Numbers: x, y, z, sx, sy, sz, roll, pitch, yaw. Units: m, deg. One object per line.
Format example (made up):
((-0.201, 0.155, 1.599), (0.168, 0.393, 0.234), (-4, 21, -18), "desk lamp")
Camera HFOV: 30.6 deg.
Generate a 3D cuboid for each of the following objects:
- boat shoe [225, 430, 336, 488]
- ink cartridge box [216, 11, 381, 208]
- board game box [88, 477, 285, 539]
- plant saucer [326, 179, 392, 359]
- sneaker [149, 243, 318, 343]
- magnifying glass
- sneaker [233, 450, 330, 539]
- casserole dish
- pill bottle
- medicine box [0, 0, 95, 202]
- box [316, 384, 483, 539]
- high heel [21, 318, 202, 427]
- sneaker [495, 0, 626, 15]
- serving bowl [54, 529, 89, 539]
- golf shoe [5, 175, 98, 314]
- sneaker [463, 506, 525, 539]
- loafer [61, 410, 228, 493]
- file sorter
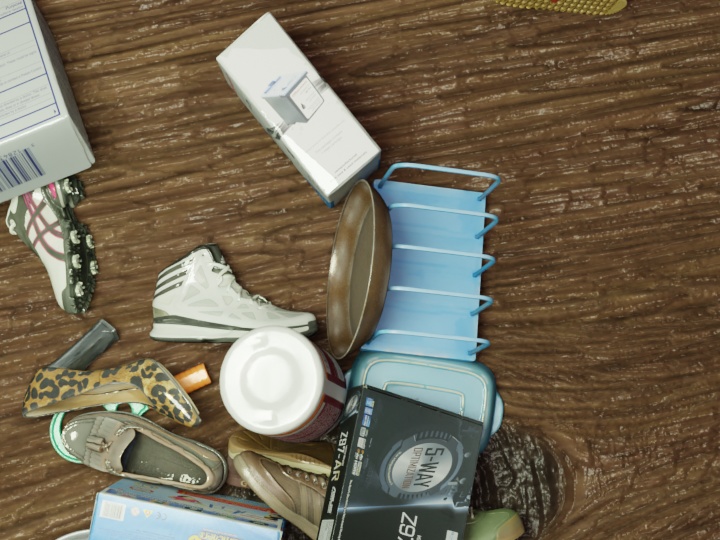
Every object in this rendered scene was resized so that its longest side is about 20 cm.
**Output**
((-0.061, 0.243, 1.522), (0.197, 0.072, 0.073), (12, 106, -5), "boat shoe")
((-0.068, -0.179, 1.507), (0.086, 0.146, 0.200), (-41, 87, -2), "ink cartridge box")
((-0.183, 0.281, 1.446), (0.197, 0.196, 0.057), (12, 86, 0), "board game box")
((0.000, 0.000, 1.474), (0.032, 0.200, 0.203), (7, 86, -14), "plant saucer")
((-0.146, 0.026, 1.520), (0.197, 0.076, 0.117), (1, 86, 6), "sneaker")
((-0.269, 0.161, 1.540), (0.198, 0.022, 0.080), (-24, 87, -4), "magnifying glass")
((-0.052, 0.252, 1.466), (0.200, 0.070, 0.076), (42, 86, -13), "sneaker")
((0.072, 0.155, 1.541), (0.197, 0.039, 0.123), (9, 85, 0), "casserole dish")
((-0.078, 0.131, 1.450), (0.112, 0.200, 0.116), (-2, 78, 9), "pill bottle")
((-0.421, -0.189, 1.488), (0.180, 0.103, 0.202), (-22, 62, -3), "medicine box")
((0.043, 0.245, 1.447), (0.159, 0.043, 0.203), (20, 72, -22), "box")
((-0.282, 0.156, 1.481), (0.199, 0.072, 0.143), (33, 66, 30), "high heel")
((0.225, -0.366, 1.572), (0.197, 0.075, 0.091), (9, 77, -7), "sneaker")
((-0.297, 0.394, 1.500), (0.197, 0.066, 0.203), (0, 85, -2), "serving bowl")
((-0.362, -0.042, 1.534), (0.087, 0.077, 0.203), (-14, 78, 8), "golf shoe")
((0.084, 0.294, 1.515), (0.198, 0.067, 0.091), (-20, 92, 0), "sneaker")
((-0.249, 0.206, 1.490), (0.197, 0.063, 0.073), (15, 89, 6), "loafer")
((0.083, -0.010, 1.493), (0.137, 0.123, 0.203), (6, 78, -9), "file sorter")
